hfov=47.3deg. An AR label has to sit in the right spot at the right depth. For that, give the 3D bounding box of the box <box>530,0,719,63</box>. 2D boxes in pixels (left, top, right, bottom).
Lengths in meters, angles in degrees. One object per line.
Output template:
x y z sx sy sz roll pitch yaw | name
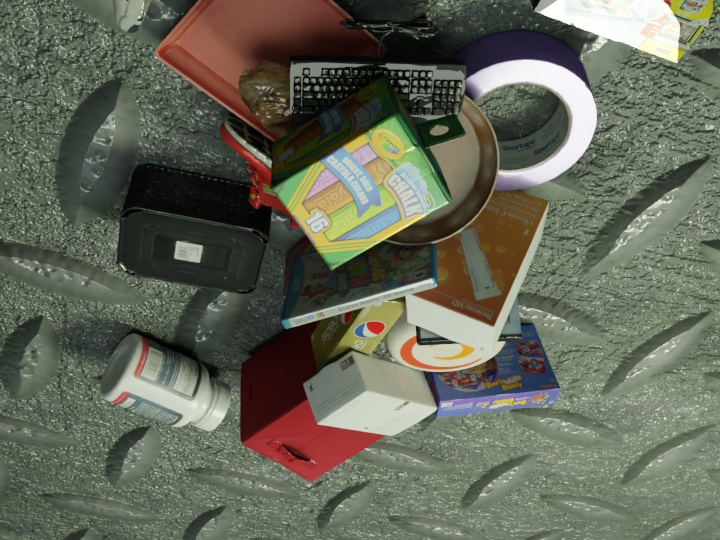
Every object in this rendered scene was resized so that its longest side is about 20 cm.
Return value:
0.311 -0.324 0.917 0.199 0.038 0.137 14 135 -15 | box

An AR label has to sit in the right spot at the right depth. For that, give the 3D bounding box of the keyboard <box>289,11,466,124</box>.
0.020 -0.225 0.923 0.199 0.021 0.127 -1 111 -6 | keyboard

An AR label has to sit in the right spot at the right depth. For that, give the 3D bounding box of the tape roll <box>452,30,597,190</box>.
0.190 -0.196 1.034 0.199 0.066 0.200 0 137 0 | tape roll

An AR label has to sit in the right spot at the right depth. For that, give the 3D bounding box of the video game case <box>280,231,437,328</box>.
0.000 0.000 1.047 0.199 0.143 0.018 -17 123 15 | video game case

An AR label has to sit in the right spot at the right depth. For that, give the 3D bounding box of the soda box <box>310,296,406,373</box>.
-0.005 0.072 1.176 0.064 0.068 0.200 4 143 -24 | soda box

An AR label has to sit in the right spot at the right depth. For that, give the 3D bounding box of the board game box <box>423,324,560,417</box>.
0.206 0.161 1.342 0.199 0.135 0.045 -4 137 -10 | board game box

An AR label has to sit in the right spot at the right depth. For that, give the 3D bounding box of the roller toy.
0.128 0.057 1.250 0.199 0.140 0.183 -8 148 8 | roller toy

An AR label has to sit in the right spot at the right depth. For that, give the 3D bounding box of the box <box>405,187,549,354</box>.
0.156 -0.011 1.099 0.124 0.200 0.098 21 157 15 | box

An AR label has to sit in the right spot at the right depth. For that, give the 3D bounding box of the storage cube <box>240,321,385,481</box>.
-0.080 0.210 1.377 0.180 0.200 0.171 -36 126 24 | storage cube

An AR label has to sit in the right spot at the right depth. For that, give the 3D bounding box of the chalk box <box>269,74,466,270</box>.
0.016 -0.119 0.900 0.200 0.125 0.124 -30 118 11 | chalk box

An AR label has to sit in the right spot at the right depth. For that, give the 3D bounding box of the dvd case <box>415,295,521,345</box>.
0.144 0.008 1.156 0.142 0.201 0.018 -3 154 3 | dvd case

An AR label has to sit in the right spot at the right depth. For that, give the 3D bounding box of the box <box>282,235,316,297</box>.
-0.017 -0.024 1.194 0.100 0.096 0.200 29 130 -26 | box

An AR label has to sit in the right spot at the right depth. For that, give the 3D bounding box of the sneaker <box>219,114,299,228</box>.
-0.123 -0.121 1.097 0.085 0.077 0.200 -33 128 18 | sneaker

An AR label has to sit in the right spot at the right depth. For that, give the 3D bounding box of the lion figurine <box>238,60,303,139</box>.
-0.074 -0.164 1.005 0.122 0.073 0.200 -13 130 -7 | lion figurine

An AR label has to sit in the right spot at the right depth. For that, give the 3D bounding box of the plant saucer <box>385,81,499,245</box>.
0.066 -0.129 0.993 0.200 0.035 0.201 -2 113 -4 | plant saucer

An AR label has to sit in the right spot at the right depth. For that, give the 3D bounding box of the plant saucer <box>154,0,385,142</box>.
-0.106 -0.268 0.977 0.200 0.037 0.199 34 127 -30 | plant saucer

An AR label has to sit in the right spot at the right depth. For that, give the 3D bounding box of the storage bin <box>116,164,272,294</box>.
-0.232 -0.055 1.163 0.199 0.094 0.135 10 136 -12 | storage bin

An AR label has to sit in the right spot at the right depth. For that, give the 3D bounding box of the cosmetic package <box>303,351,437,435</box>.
0.019 0.189 1.237 0.102 0.074 0.200 -36 149 24 | cosmetic package

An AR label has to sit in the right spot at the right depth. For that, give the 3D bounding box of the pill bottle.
-0.330 0.200 1.415 0.200 0.120 0.120 30 129 -28 | pill bottle

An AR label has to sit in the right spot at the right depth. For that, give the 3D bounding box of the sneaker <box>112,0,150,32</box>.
-0.282 -0.352 0.856 0.129 0.080 0.199 8 136 -7 | sneaker
